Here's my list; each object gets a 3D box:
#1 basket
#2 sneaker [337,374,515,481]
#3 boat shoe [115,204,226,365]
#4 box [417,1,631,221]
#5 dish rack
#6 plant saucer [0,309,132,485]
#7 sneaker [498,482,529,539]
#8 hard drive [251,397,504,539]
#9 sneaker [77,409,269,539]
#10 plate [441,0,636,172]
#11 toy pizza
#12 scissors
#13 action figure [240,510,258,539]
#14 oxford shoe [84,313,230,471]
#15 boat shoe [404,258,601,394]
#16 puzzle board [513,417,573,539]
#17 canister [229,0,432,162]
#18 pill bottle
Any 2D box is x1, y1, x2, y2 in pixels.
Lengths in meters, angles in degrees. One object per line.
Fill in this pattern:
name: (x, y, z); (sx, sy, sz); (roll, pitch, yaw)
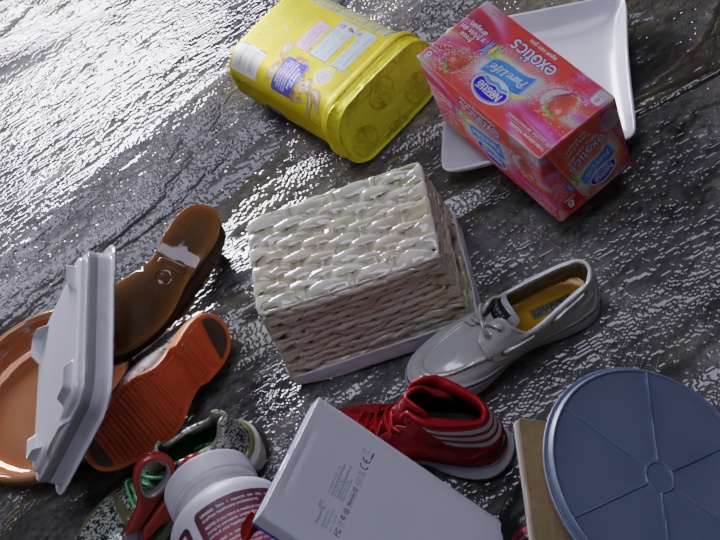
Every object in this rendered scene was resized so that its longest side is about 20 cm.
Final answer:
basket: (0.000, 0.000, 1.358); (0.198, 0.124, 0.137); (-18, 51, 9)
sneaker: (0.030, 0.126, 1.256); (0.198, 0.116, 0.079); (-4, 53, 19)
boat shoe: (-0.202, 0.024, 1.455); (0.070, 0.071, 0.200); (31, 61, 16)
box: (0.157, -0.155, 1.379); (0.094, 0.103, 0.200); (-38, 52, -7)
dish rack: (-0.274, 0.089, 1.342); (0.172, 0.043, 0.201); (-55, 31, 39)
plant saucer: (-0.317, 0.131, 1.455); (0.198, 0.038, 0.202); (-11, 52, 15)
sneaker: (0.152, 0.224, 1.167); (0.083, 0.077, 0.201); (-4, 44, 27)
hard drive: (0.022, 0.207, 1.155); (0.199, 0.025, 0.132); (35, 44, -6)
sneaker: (-0.185, 0.188, 1.321); (0.199, 0.089, 0.077); (-36, 50, -4)
plate: (0.183, -0.188, 1.478); (0.198, 0.032, 0.201); (-9, 52, 17)
toy pizza: (0.231, 0.170, 1.137); (0.198, 0.032, 0.202); (11, 54, -16)
scissors: (-0.201, 0.246, 1.302); (0.201, 0.073, 0.014); (-63, 32, 16)
action figure: (-0.004, 0.214, 1.186); (0.198, 0.052, 0.066); (-5, 45, -35)
oxford shoe: (-0.205, 0.122, 1.383); (0.073, 0.072, 0.200); (-15, 24, 47)
boat shoe: (0.127, 0.049, 1.289); (0.198, 0.070, 0.071); (-25, 55, -4)
puzzle board: (0.198, 0.217, 1.121); (0.149, 0.017, 0.202); (9, 56, -20)
canister: (-0.033, -0.219, 1.560); (0.149, 0.087, 0.199); (-46, 50, -13)
pill bottle: (-0.094, 0.252, 1.219); (0.112, 0.113, 0.201); (-32, 49, -2)
